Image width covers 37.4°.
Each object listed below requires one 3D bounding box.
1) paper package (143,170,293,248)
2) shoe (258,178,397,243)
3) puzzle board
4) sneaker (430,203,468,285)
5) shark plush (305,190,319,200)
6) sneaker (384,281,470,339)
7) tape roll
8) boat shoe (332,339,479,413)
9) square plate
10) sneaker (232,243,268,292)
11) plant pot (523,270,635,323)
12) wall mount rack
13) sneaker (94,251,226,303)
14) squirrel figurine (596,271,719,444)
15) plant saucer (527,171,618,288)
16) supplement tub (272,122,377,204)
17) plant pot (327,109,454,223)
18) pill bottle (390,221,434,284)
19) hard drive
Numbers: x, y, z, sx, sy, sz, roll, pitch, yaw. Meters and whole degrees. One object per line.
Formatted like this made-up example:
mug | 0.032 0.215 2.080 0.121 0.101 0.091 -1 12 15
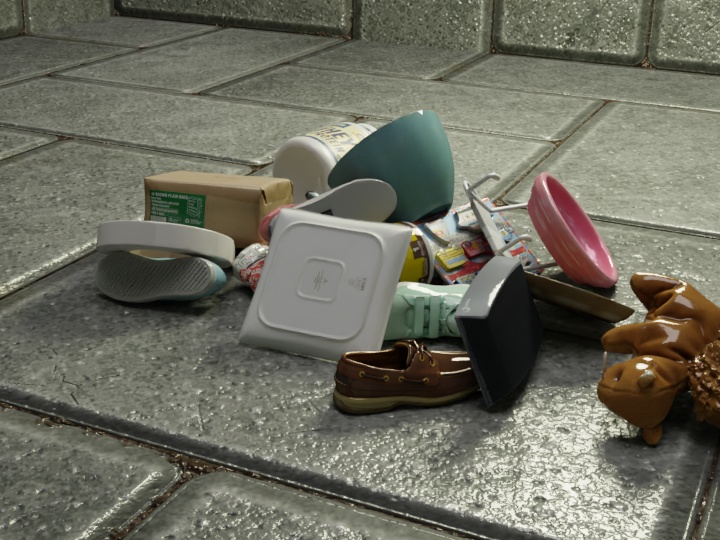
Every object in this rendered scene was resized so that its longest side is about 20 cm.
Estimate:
paper package | -0.227 -0.100 1.712 0.198 0.104 0.191 6 9 9
shoe | -0.051 -0.084 1.550 0.199 0.072 0.091 -20 12 -17
puzzle board | 0.178 -0.034 1.614 0.199 0.017 0.151 -20 68 -43
sneaker | 0.127 -0.041 1.649 0.074 0.088 0.200 7 22 20
shark plush | -0.030 -0.048 1.745 0.199 0.091 0.084 21 41 -6
sneaker | 0.107 0.060 1.407 0.199 0.074 0.118 -8 18 -29
tape roll | -0.284 -0.036 1.558 0.201 0.037 0.203 4 -9 1
boat shoe | 0.064 0.120 1.272 0.199 0.068 0.072 -6 23 -19
square plate | -0.049 0.015 1.401 0.197 0.201 0.028 9 -19 21
sneaker | -0.095 -0.016 1.605 0.201 0.068 0.108 -21 33 -38
plant pot | 0.275 0.035 1.456 0.199 0.028 0.200 19 0 0
wall mount rack | 0.237 -0.063 1.618 0.174 0.074 0.201 27 35 -57
sneaker | -0.286 0.016 1.539 0.199 0.075 0.082 4 -9 21
squirrel figurine | 0.370 0.114 1.221 0.199 0.143 0.186 11 30 30
plant saucer | 0.316 -0.054 1.615 0.051 0.201 0.201 -35 11 21
supplement tub | -0.048 -0.187 1.928 0.144 0.146 0.200 15 26 31
plant pot | 0.067 -0.132 1.638 0.199 0.200 0.135 -20 73 -42
pill bottle | 0.000 0.000 1.512 0.199 0.110 0.109 -15 27 -34
hard drive | 0.177 0.067 1.315 0.042 0.136 0.200 -14 15 27
